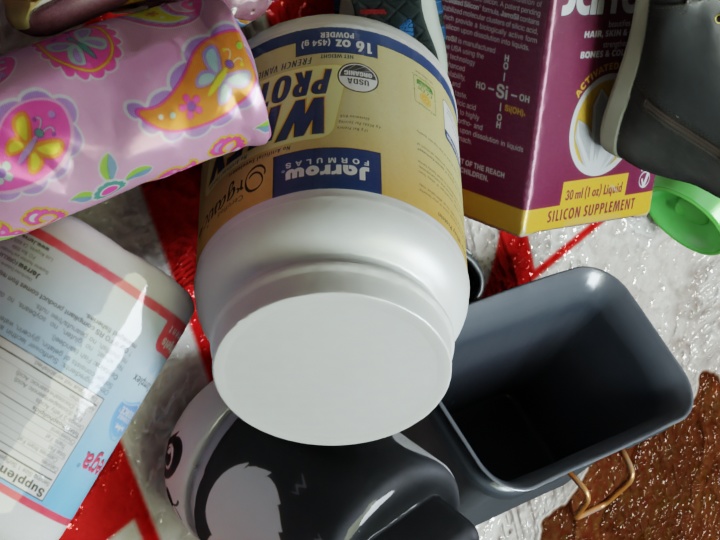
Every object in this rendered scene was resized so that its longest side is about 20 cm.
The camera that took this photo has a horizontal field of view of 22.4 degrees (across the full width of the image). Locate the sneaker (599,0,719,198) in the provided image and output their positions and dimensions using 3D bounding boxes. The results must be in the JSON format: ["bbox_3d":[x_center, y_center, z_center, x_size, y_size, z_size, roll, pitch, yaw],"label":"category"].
[{"bbox_3d":[0.218,-0.139,1.064,0.075,0.106,0.201,-33,142,-46],"label":"sneaker"}]

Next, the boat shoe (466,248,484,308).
[{"bbox_3d":[0.000,0.000,1.119,0.199,0.062,0.075,3,106,-44],"label":"boat shoe"}]

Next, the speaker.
[{"bbox_3d":[0.296,-0.108,1.352,0.200,0.088,0.089,-50,134,-18],"label":"speaker"}]

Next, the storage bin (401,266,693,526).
[{"bbox_3d":[0.103,0.108,1.196,0.199,0.146,0.134,-18,157,-39],"label":"storage bin"}]

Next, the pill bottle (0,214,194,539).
[{"bbox_3d":[-0.179,0.074,0.936,0.109,0.108,0.201,38,79,-46],"label":"pill bottle"}]

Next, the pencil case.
[{"bbox_3d":[-0.145,-0.069,0.889,0.199,0.087,0.088,-23,124,-13],"label":"pencil case"}]

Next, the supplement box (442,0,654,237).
[{"bbox_3d":[0.122,-0.135,1.154,0.130,0.103,0.202,-10,113,-41],"label":"supplement box"}]

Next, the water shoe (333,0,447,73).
[{"bbox_3d":[0.020,-0.162,1.060,0.201,0.071,0.079,90,8,-48],"label":"water shoe"}]

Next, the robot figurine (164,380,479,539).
[{"bbox_3d":[-0.026,0.136,1.047,0.124,0.199,0.151,16,104,-55],"label":"robot figurine"}]

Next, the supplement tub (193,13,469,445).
[{"bbox_3d":[-0.015,-0.023,0.970,0.145,0.143,0.201,54,25,-43],"label":"supplement tub"}]

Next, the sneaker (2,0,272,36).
[{"bbox_3d":[-0.093,-0.156,0.952,0.200,0.075,0.091,-37,124,-28],"label":"sneaker"}]
